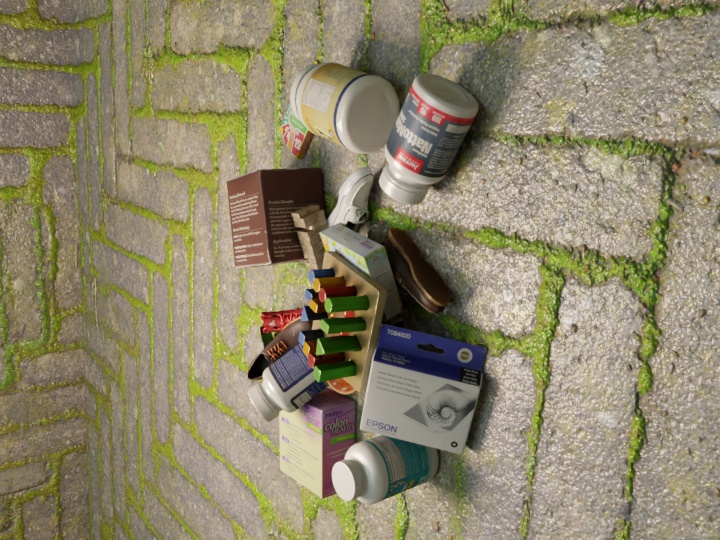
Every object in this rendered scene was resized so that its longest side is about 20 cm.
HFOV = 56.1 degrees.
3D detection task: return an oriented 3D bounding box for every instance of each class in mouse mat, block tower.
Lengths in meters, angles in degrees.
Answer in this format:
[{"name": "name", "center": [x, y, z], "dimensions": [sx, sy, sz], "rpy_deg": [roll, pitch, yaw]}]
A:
[{"name": "mouse mat", "center": [-0.210, 0.241, 1.640], "dimensions": [0.161, 0.007, 0.203], "rpy_deg": [76, 180, -77]}, {"name": "block tower", "center": [-0.088, -0.034, 1.441], "dimensions": [0.054, 0.057, 0.203], "rpy_deg": [11, 122, 59]}]

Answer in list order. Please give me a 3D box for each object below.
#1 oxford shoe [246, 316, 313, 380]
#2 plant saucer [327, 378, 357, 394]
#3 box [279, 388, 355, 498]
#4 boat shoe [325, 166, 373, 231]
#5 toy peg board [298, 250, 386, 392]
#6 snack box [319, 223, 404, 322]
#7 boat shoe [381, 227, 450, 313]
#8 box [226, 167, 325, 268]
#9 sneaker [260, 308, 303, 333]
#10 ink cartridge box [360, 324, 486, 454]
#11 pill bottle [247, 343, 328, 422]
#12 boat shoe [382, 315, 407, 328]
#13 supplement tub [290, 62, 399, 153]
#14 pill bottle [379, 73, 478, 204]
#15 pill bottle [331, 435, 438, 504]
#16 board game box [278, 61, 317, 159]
[{"name": "oxford shoe", "center": [-0.175, 0.179, 1.502], "dimensions": [0.071, 0.072, 0.200], "rpy_deg": [45, 106, 4]}, {"name": "plant saucer", "center": [-0.024, 0.137, 1.317], "dimensions": [0.199, 0.032, 0.204], "rpy_deg": [-3, 86, 56]}, {"name": "box", "center": [-0.100, 0.378, 1.535], "dimensions": [0.175, 0.096, 0.204], "rpy_deg": [12, 105, 50]}, {"name": "boat shoe", "center": [-0.009, -0.127, 1.375], "dimensions": [0.067, 0.073, 0.201], "rpy_deg": [54, 148, 17]}, {"name": "toy peg board", "center": [-0.060, 0.093, 1.250], "dimensions": [0.199, 0.097, 0.203], "rpy_deg": [36, 121, 50]}, {"name": "snack box", "center": [0.000, 0.000, 1.317], "dimensions": [0.199, 0.052, 0.144], "rpy_deg": [30, 142, 58]}, {"name": "boat shoe", "center": [0.096, 0.011, 1.253], "dimensions": [0.071, 0.070, 0.201], "rpy_deg": [-57, 44, 29]}, {"name": "box", "center": [-0.185, -0.115, 1.512], "dimensions": [0.163, 0.164, 0.204], "rpy_deg": [-6, 91, 52]}, {"name": "sneaker", "center": [-0.159, 0.124, 1.555], "dimensions": [0.199, 0.114, 0.080], "rpy_deg": [-14, 85, 52]}, {"name": "ink cartridge box", "center": [0.109, 0.212, 1.195], "dimensions": [0.196, 0.041, 0.203], "rpy_deg": [11, 110, 6]}, {"name": "pill bottle", "center": [-0.140, 0.233, 1.456], "dimensions": [0.112, 0.199, 0.111], "rpy_deg": [53, 175, 7]}, {"name": "boat shoe", "center": [0.061, 0.119, 1.323], "dimensions": [0.074, 0.075, 0.201], "rpy_deg": [-43, 47, 9]}, {"name": "supplement tub", "center": [-0.035, -0.320, 1.308], "dimensions": [0.199, 0.143, 0.147], "rpy_deg": [33, 120, 44]}, {"name": "pill bottle", "center": [0.109, -0.220, 1.162], "dimensions": [0.120, 0.118, 0.202], "rpy_deg": [52, 132, 33]}, {"name": "pill bottle", "center": [0.044, 0.367, 1.266], "dimensions": [0.110, 0.198, 0.113], "rpy_deg": [11, 104, 50]}, {"name": "board game box", "center": [-0.124, -0.358, 1.512], "dimensions": [0.096, 0.030, 0.201], "rpy_deg": [56, 132, 29]}]
